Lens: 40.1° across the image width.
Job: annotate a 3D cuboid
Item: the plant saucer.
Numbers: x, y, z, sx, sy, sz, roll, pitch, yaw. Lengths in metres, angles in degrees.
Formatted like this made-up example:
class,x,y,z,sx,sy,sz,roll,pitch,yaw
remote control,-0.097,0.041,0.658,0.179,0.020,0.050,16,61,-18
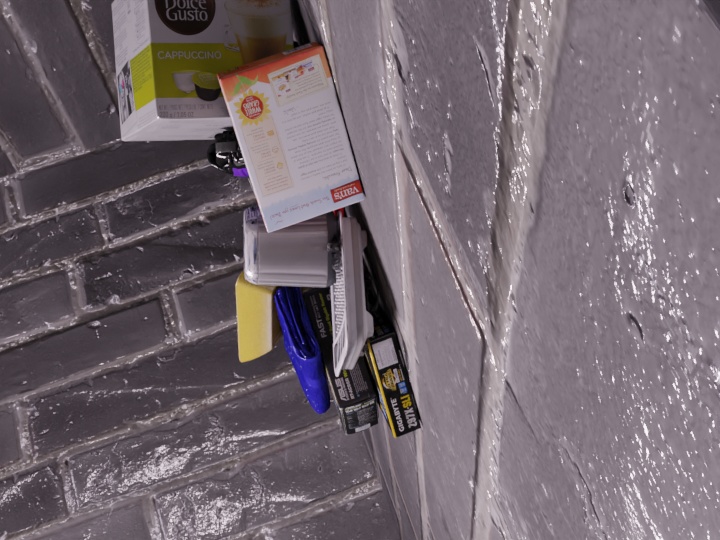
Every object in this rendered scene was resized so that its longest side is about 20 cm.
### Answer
class,x,y,z,sx,sy,sz,roll,pitch,yaw
plant saucer,-0.128,0.027,1.585,0.201,0.048,0.202,-56,-21,-39

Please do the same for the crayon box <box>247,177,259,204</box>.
class,x,y,z,sx,sy,sz,roll,pitch,yaw
crayon box,-0.125,-0.087,1.733,0.127,0.051,0.200,65,-177,23

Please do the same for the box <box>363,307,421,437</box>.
class,x,y,z,sx,sy,sz,roll,pitch,yaw
box,0.031,0.139,1.509,0.200,0.049,0.162,-122,14,-69

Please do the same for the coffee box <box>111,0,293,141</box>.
class,x,y,z,sx,sy,sz,roll,pitch,yaw
coffee box,-0.216,-0.291,1.345,0.199,0.196,0.202,-3,92,64

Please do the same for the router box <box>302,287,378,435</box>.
class,x,y,z,sx,sy,sz,roll,pitch,yaw
router box,-0.030,0.139,1.549,0.150,0.061,0.203,83,168,-66

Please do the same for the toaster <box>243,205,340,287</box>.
class,x,y,z,sx,sy,sz,roll,pitch,yaw
toaster,-0.101,-0.035,1.394,0.200,0.127,0.116,-125,34,-76

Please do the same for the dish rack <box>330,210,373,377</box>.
class,x,y,z,sx,sy,sz,roll,pitch,yaw
dish rack,-0.014,0.034,1.378,0.172,0.043,0.204,107,160,-69

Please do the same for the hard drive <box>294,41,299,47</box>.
class,x,y,z,sx,sy,sz,roll,pitch,yaw
hard drive,-0.102,-0.214,1.404,0.141,0.037,0.202,-59,39,36

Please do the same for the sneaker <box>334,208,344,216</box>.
class,x,y,z,sx,sy,sz,roll,pitch,yaw
sneaker,-0.067,-0.130,1.607,0.202,0.077,0.116,64,161,13

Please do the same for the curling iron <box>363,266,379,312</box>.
class,x,y,z,sx,sy,sz,roll,pitch,yaw
curling iron,0.000,0.000,1.500,0.201,0.025,0.050,-111,21,-60

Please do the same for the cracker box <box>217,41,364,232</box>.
class,x,y,z,sx,sy,sz,roll,pitch,yaw
cracker box,-0.086,-0.166,1.232,0.058,0.132,0.203,-124,17,-69

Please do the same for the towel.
class,x,y,z,sx,sy,sz,roll,pitch,yaw
towel,-0.092,0.124,1.543,0.201,0.049,0.149,82,170,-57

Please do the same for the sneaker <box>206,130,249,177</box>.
class,x,y,z,sx,sy,sz,roll,pitch,yaw
sneaker,-0.146,-0.161,1.336,0.199,0.098,0.071,-7,79,55
